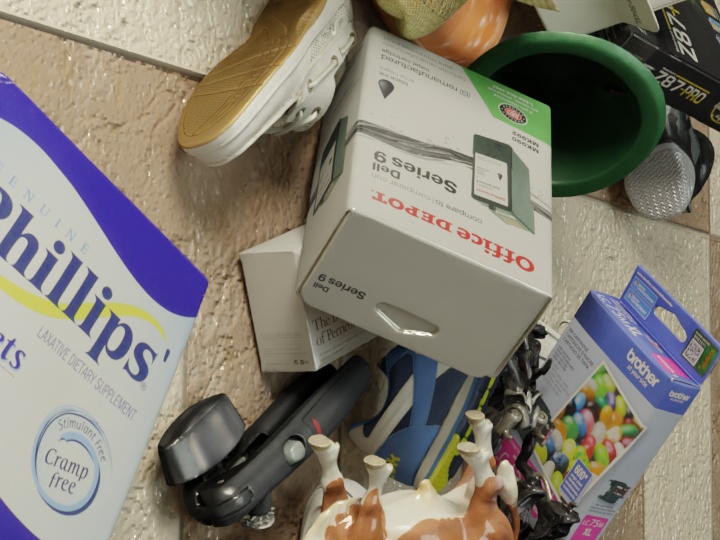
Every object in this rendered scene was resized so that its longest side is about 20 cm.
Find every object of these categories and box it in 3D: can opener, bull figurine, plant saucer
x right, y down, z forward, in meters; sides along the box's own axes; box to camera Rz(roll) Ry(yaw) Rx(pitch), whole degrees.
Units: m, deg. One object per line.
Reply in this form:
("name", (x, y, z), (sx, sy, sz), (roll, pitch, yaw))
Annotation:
("can opener", (-0.049, 0.101, 1.015), (0.200, 0.063, 0.079), (-32, 116, -52))
("bull figurine", (0.016, 0.162, 0.995), (0.198, 0.065, 0.123), (-9, 114, -33))
("plant saucer", (0.053, -0.250, 1.219), (0.199, 0.037, 0.203), (9, 79, -56))

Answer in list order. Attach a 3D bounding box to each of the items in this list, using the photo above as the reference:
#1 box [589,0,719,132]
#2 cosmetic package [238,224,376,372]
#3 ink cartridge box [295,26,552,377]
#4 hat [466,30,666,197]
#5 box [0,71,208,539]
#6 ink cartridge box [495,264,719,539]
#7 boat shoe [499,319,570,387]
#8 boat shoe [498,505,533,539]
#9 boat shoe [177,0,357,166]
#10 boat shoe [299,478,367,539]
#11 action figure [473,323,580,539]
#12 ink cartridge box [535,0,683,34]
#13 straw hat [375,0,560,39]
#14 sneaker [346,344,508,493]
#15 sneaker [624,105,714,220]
("box", (0.250, -0.226, 1.387), (0.160, 0.049, 0.201), (20, 42, -32))
("cosmetic package", (0.000, 0.000, 1.107), (0.199, 0.050, 0.083), (-28, 109, -53))
("ink cartridge box", (0.047, -0.047, 1.044), (0.145, 0.084, 0.201), (22, 40, -14))
("hat", (0.156, -0.173, 1.289), (0.164, 0.200, 0.177), (25, 49, -16))
("box", (-0.191, 0.038, 0.780), (0.184, 0.104, 0.202), (49, 49, -42))
("ink cartridge box", (0.179, 0.104, 1.212), (0.042, 0.120, 0.201), (18, 113, -37))
("boat shoe", (0.178, 0.083, 1.348), (0.201, 0.074, 0.087), (30, 59, -39))
("boat shoe", (0.147, 0.209, 1.285), (0.200, 0.072, 0.065), (-49, 141, -40))
("boat shoe", (-0.047, -0.119, 1.031), (0.070, 0.070, 0.201), (62, 40, -28))
("boat shoe", (-0.024, 0.238, 1.040), (0.065, 0.071, 0.202), (5, 89, -55))
("action figure", (0.095, 0.103, 1.196), (0.118, 0.102, 0.202), (15, 55, -46))
("ink cartridge box", (0.181, -0.289, 1.267), (0.129, 0.124, 0.202), (51, 27, -49))
("straw hat", (0.038, -0.204, 1.079), (0.085, 0.201, 0.201), (-49, 142, 9))
("sneaker", (0.060, 0.055, 1.121), (0.201, 0.082, 0.074), (-63, 161, -9))
("sneaker", (0.283, -0.147, 1.518), (0.114, 0.075, 0.202), (-3, 86, -64))
